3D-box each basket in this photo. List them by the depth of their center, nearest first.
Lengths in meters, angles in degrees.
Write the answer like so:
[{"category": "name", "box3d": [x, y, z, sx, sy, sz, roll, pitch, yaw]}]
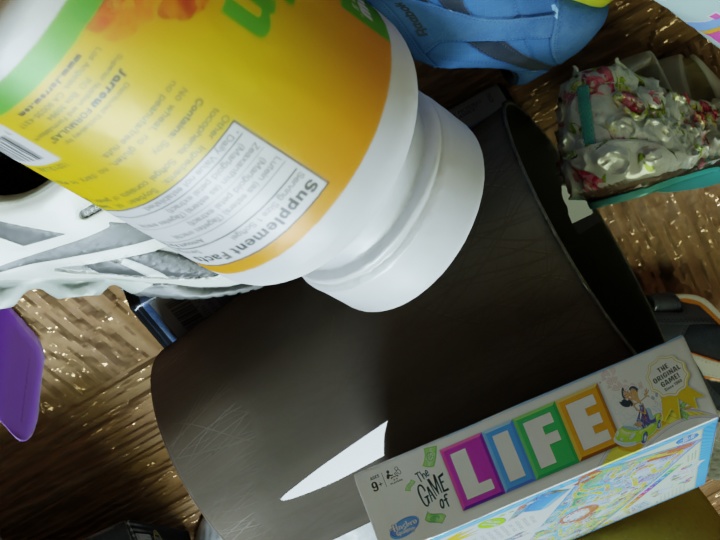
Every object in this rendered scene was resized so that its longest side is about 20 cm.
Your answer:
[{"category": "basket", "box3d": [0.017, 0.036, 0.738, 0.199, 0.137, 0.180, -30, 164, 13]}]

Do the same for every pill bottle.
[{"category": "pill bottle", "box3d": [-0.050, -0.063, 0.577, 0.111, 0.112, 0.199, -41, 129, 22]}]

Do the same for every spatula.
[{"category": "spatula", "box3d": [-0.189, 0.011, 0.685, 0.020, 0.057, 0.200, -18, 144, 25]}]

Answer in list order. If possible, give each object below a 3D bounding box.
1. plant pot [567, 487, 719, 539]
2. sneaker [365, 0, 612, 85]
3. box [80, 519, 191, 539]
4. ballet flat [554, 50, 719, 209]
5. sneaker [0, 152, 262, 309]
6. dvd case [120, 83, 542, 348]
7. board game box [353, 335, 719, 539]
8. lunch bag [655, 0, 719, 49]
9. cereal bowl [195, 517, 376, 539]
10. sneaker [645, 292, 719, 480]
[{"category": "plant pot", "box3d": [0.112, 0.156, 0.872, 0.198, 0.143, 0.200, -8, 158, -3]}, {"category": "sneaker", "box3d": [0.016, -0.112, 0.629, 0.199, 0.066, 0.079, 12, 132, -42]}, {"category": "box", "box3d": [-0.165, 0.184, 0.856, 0.159, 0.045, 0.200, -25, 170, -3]}, {"category": "ballet flat", "box3d": [0.142, -0.068, 0.756, 0.075, 0.065, 0.200, -17, 177, 25]}, {"category": "sneaker", "box3d": [-0.087, -0.038, 0.655, 0.198, 0.075, 0.089, -11, 145, -22]}, {"category": "dvd case", "box3d": [0.000, 0.000, 0.809, 0.199, 0.018, 0.143, -28, 146, 2]}, {"category": "board game box", "box3d": [0.080, 0.088, 0.699, 0.133, 0.035, 0.200, -24, 163, 3]}, {"category": "lunch bag", "box3d": [0.174, -0.180, 0.592, 0.200, 0.123, 0.170, -39, 141, 28]}, {"category": "cereal bowl", "box3d": [0.007, 0.170, 0.980, 0.198, 0.084, 0.201, -18, 145, -13]}, {"category": "sneaker", "box3d": [0.145, 0.048, 0.922, 0.199, 0.080, 0.078, 24, 155, -20]}]
